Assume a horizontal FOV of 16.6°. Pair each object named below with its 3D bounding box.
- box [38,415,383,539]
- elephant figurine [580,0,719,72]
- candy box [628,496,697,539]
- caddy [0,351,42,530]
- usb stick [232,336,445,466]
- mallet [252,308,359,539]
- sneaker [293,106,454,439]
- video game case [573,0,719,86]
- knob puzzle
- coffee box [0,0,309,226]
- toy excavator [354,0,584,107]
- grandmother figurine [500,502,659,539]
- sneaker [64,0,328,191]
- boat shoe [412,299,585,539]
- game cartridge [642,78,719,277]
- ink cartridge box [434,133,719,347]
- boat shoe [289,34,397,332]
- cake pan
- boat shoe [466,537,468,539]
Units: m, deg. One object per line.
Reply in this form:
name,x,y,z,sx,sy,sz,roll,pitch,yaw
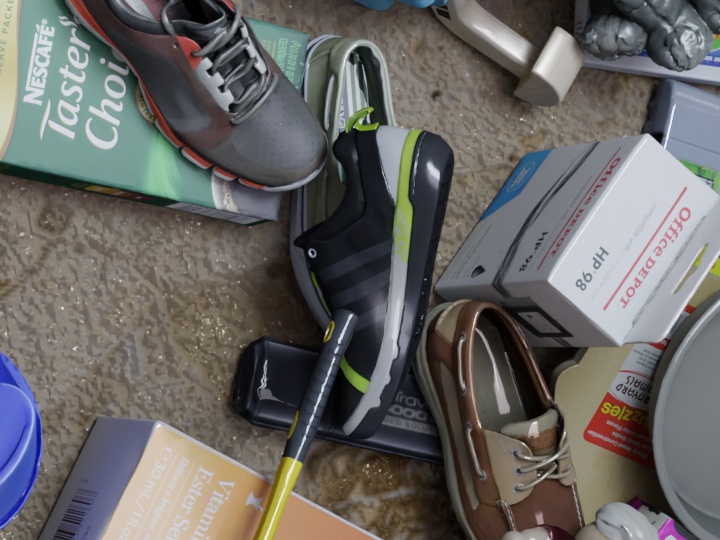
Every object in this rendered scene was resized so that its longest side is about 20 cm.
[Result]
box,-0.086,0.196,1.451,0.200,0.106,0.152,29,77,-20
elephant figurine,0.159,-0.217,1.482,0.200,0.155,0.142,38,72,-52
candy box,0.214,0.262,1.594,0.200,0.061,0.136,40,87,-18
caddy,-0.270,0.106,1.375,0.200,0.105,0.141,-36,79,-21
usb stick,0.016,0.087,1.540,0.200,0.033,0.056,14,75,-23
mallet,-0.037,0.113,1.380,0.041,0.066,0.200,26,78,-19
sneaker,0.000,0.000,1.476,0.083,0.072,0.200,13,106,7
video game case,0.210,-0.227,1.639,0.143,0.018,0.200,6,83,-24
knob puzzle,0.201,0.098,1.601,0.219,0.030,0.220,-7,113,-16
coffee box,-0.136,-0.103,1.470,0.200,0.044,0.123,13,83,-23
toy excavator,0.040,-0.190,1.529,0.194,0.200,0.100,25,76,21
grandmother figurine,0.098,0.196,1.454,0.200,0.061,0.121,-29,139,-29
sneaker,-0.090,-0.120,1.422,0.200,0.082,0.077,42,71,-17
boat shoe,0.093,0.110,1.511,0.076,0.072,0.200,-24,87,-29
game cartridge,0.235,-0.014,1.641,0.133,0.040,0.200,16,82,-27
ink cartridge box,0.139,-0.017,1.506,0.067,0.200,0.116,40,73,-17
boat shoe,-0.006,-0.046,1.517,0.072,0.062,0.200,-12,95,-24
cake pan,0.269,0.086,1.575,0.200,0.037,0.200,-6,108,-19
boat shoe,0.068,0.241,1.542,0.069,0.071,0.200,22,71,-22
